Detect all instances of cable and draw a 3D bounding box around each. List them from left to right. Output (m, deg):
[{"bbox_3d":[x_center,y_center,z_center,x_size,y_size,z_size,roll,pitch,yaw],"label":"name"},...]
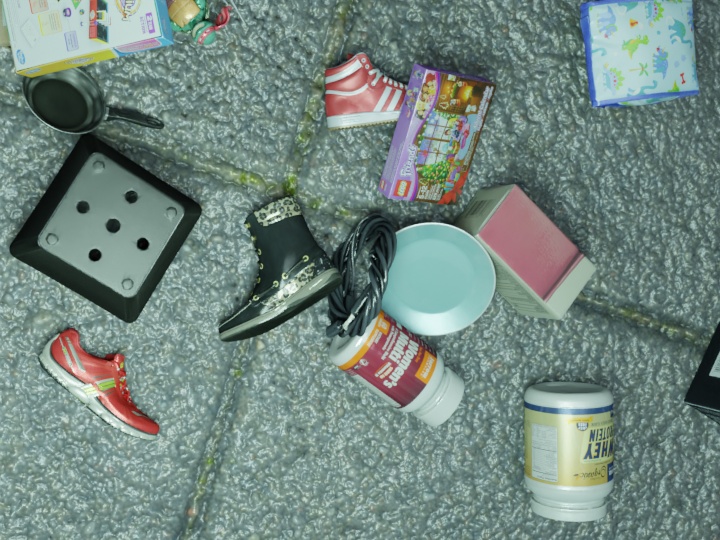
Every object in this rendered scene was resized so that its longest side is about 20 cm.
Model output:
[{"bbox_3d":[0.000,0.000,1.211,0.050,0.163,0.202,22,66,-17],"label":"cable"}]

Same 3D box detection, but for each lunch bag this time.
[{"bbox_3d":[0.454,-0.363,1.386,0.198,0.127,0.172,-11,95,-28],"label":"lunch bag"}]

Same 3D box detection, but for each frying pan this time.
[{"bbox_3d":[-0.376,-0.238,1.148,0.189,0.031,0.116,-12,75,-44],"label":"frying pan"}]

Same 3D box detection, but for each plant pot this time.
[{"bbox_3d":[-0.331,-0.056,1.095,0.199,0.177,0.201,33,82,-16],"label":"plant pot"}]

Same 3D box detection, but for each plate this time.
[{"bbox_3d":[0.110,0.012,1.285,0.197,0.026,0.202,3,119,5],"label":"plate"}]

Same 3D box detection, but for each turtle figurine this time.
[{"bbox_3d":[-0.260,-0.377,1.151,0.150,0.101,0.200,-45,94,-4],"label":"turtle figurine"}]

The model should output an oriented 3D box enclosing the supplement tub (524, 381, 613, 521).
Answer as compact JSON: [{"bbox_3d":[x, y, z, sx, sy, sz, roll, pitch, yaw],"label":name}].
[{"bbox_3d":[0.339,0.291,1.350,0.143,0.144,0.203,-1,92,-19],"label":"supplement tub"}]

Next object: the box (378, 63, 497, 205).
[{"bbox_3d":[0.117,-0.202,1.263,0.135,0.039,0.202,2,115,-32],"label":"box"}]

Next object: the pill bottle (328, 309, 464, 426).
[{"bbox_3d":[0.058,0.147,1.268,0.199,0.109,0.110,37,80,-16],"label":"pill bottle"}]

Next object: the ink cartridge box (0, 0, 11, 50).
[{"bbox_3d":[-0.390,-0.394,1.089,0.163,0.075,0.203,-3,92,9],"label":"ink cartridge box"}]

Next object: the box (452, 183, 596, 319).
[{"bbox_3d":[0.253,-0.029,1.322,0.200,0.128,0.109,42,79,-15],"label":"box"}]

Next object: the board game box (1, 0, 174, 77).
[{"bbox_3d":[-0.344,-0.338,1.027,0.197,0.040,0.155,-10,92,8],"label":"board game box"}]

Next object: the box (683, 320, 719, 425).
[{"bbox_3d":[0.730,0.203,1.496,0.197,0.123,0.202,31,82,-18],"label":"box"}]

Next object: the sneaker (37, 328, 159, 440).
[{"bbox_3d":[-0.348,0.158,1.148,0.200,0.077,0.085,44,73,-15],"label":"sneaker"}]

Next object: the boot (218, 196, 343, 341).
[{"bbox_3d":[-0.142,0.000,1.220,0.202,0.073,0.155,-30,77,9],"label":"boot"}]

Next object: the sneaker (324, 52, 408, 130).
[{"bbox_3d":[0.038,-0.283,1.273,0.198,0.071,0.114,-11,98,-16],"label":"sneaker"}]
